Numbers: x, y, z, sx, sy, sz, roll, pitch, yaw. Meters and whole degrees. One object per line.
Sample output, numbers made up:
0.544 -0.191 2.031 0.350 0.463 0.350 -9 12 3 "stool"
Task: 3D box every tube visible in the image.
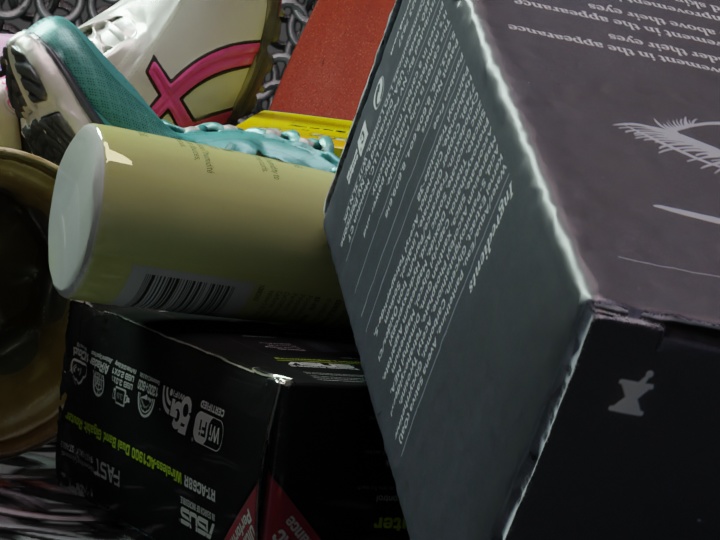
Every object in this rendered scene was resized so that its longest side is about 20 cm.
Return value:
0.008 -0.004 0.841 0.199 0.052 0.058 9 39 -21 "tube"

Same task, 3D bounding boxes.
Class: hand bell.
-0.145 -0.021 0.965 0.104 0.105 0.200 5 18 -17 "hand bell"

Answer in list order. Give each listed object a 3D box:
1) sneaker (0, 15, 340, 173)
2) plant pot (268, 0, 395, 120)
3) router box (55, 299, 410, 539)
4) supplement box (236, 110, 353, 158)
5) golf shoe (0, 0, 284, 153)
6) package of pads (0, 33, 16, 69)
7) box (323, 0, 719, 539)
-0.038 -0.016 0.947 0.200 0.080 0.077 42 -11 -14 "sneaker"
0.060 -0.073 1.616 0.199 0.177 0.200 4 6 -30 "plant pot"
0.027 0.053 0.843 0.199 0.063 0.150 4 7 -27 "router box"
0.000 0.000 1.116 0.109 0.110 0.200 7 5 1 "supplement box"
-0.105 -0.064 1.144 0.092 0.201 0.073 33 1 -45 "golf shoe"
-0.154 -0.042 1.276 0.199 0.121 0.076 5 -24 -15 "package of pads"
0.085 0.009 0.718 0.147 0.105 0.200 11 30 -16 "box"
